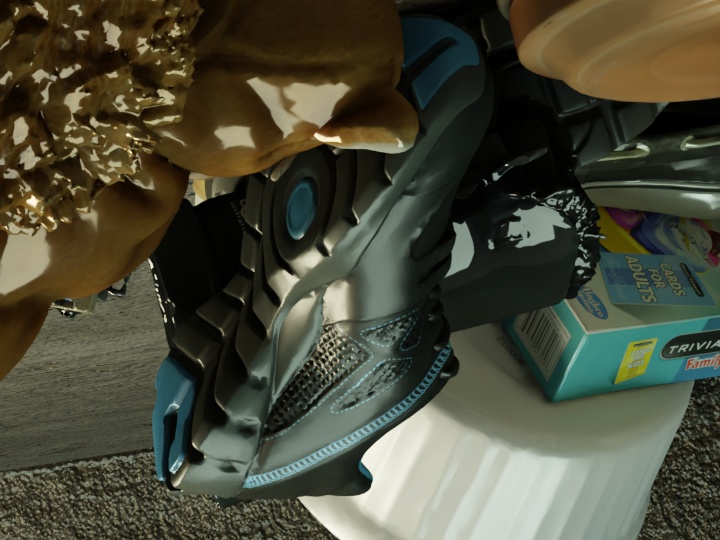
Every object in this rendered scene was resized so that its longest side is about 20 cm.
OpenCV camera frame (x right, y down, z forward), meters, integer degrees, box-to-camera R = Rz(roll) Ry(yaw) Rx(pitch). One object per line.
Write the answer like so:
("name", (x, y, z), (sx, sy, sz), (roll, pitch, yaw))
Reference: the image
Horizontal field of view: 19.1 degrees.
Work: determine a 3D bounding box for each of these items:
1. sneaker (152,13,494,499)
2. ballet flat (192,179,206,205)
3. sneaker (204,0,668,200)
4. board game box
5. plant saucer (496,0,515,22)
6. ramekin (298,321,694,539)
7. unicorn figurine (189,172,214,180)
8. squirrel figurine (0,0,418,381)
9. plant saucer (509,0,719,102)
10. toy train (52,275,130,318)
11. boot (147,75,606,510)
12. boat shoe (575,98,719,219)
("sneaker", (0.000, 0.000, 0.706), (0.081, 0.074, 0.201), (12, 131, -24))
("ballet flat", (-0.044, -0.021, 1.002), (0.063, 0.068, 0.200), (-54, 169, 1))
("sneaker", (0.031, -0.071, 0.859), (0.198, 0.076, 0.079), (-17, -160, 5))
("board game box", (0.142, -0.020, 1.006), (0.198, 0.152, 0.047), (-6, 138, -31))
("plant saucer", (0.141, -0.121, 0.726), (0.198, 0.030, 0.200), (-10, 172, -1))
("ramekin", (0.060, 0.047, 1.006), (0.199, 0.201, 0.098), (-6, 138, -31))
("unicorn figurine", (-0.115, -0.045, 0.761), (0.136, 0.075, 0.200), (-16, 169, 7))
("squirrel figurine", (-0.079, -0.046, 0.593), (0.185, 0.143, 0.200), (-17, 174, 4))
("plant saucer", (0.150, -0.092, 0.724), (0.198, 0.033, 0.200), (-10, 172, -2))
("toy train", (-0.184, -0.014, 0.834), (0.198, 0.034, 0.046), (10, 169, 16))
("boot", (0.005, 0.013, 0.825), (0.161, 0.074, 0.199), (-16, 149, -8))
("boat shoe", (0.093, -0.068, 0.944), (0.198, 0.071, 0.064), (1, 137, -17))
